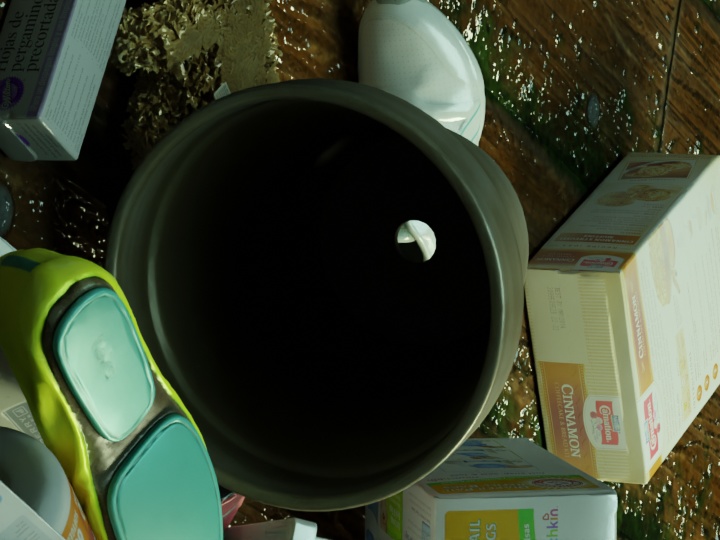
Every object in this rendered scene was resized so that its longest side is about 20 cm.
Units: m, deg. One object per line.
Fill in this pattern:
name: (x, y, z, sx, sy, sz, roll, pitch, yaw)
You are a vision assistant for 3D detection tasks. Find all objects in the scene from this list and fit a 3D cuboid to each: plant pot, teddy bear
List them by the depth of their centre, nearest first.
plant pot: (0.000, 0.000, 1.453, 0.173, 0.199, 0.201, -25, 115, -68)
teddy bear: (-0.083, -0.101, 1.491, 0.145, 0.066, 0.201, -32, 127, -49)

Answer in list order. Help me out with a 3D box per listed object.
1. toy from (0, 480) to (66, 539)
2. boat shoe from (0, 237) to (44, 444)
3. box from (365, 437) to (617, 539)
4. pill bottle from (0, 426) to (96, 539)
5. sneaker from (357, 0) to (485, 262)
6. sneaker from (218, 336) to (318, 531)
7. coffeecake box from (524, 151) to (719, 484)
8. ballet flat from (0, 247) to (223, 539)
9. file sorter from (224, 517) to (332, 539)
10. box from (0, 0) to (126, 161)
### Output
toy: (-0.131, 0.179, 1.218, 0.115, 0.047, 0.200, -42, 130, 0)
boat shoe: (-0.151, 0.032, 1.354, 0.200, 0.072, 0.069, 51, 21, -41)
box: (0.068, 0.161, 1.656, 0.200, 0.101, 0.113, -159, -112, -79)
pill bottle: (-0.149, 0.173, 1.309, 0.112, 0.112, 0.201, -63, 144, -41)
sneaker: (0.030, -0.058, 1.705, 0.080, 0.070, 0.201, -42, 130, -52)
sneaker: (-0.080, 0.078, 1.517, 0.200, 0.073, 0.087, -63, 178, -53)
coffeecake box: (0.186, 0.029, 2.024, 0.200, 0.073, 0.154, -44, 131, -55)
ballet flat: (-0.113, 0.065, 1.301, 0.067, 0.067, 0.201, -45, 138, -26)
file sorter: (-0.024, 0.237, 1.490, 0.124, 0.139, 0.201, 15, 76, -24)
box: (-0.129, -0.147, 1.405, 0.041, 0.038, 0.201, 48, 50, -53)
